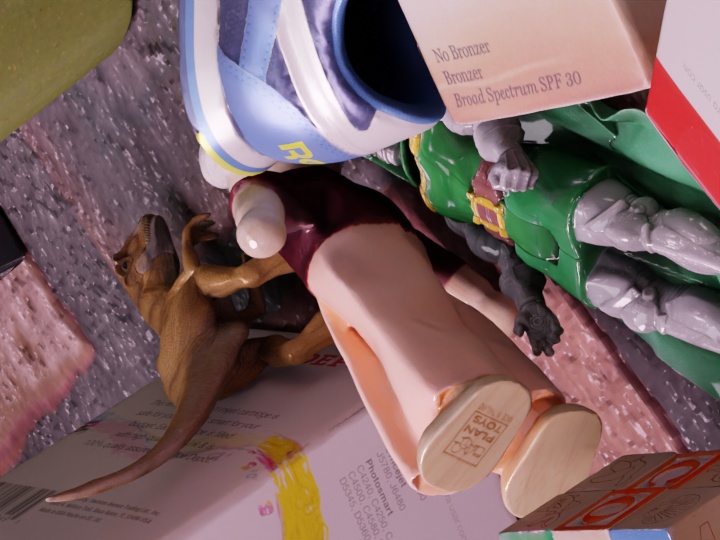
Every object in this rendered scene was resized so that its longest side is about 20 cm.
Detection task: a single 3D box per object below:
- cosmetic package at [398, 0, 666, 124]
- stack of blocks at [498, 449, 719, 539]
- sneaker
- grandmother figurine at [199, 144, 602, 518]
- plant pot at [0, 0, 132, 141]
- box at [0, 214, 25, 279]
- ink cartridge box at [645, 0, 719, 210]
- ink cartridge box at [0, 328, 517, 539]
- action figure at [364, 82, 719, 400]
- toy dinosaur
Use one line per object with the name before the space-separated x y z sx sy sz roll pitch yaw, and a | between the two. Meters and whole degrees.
cosmetic package | 0.041 -0.151 0.833 0.103 0.087 0.201 -9 109 59
stack of blocks | 0.116 0.158 0.942 0.115 0.058 0.201 -9 106 56
sneaker | -0.015 -0.129 0.951 0.082 0.074 0.201 4 111 33
grandmother figurine | 0.000 0.000 1.015 0.121 0.061 0.200 33 -167 -43
plant pot | -0.192 -0.095 1.124 0.200 0.190 0.201 36 142 35
box | -0.268 -0.014 1.373 0.149 0.124 0.200 59 148 1
ink cartridge box | 0.139 -0.075 0.719 0.067 0.116 0.201 55 152 36
ink cartridge box | -0.054 0.132 1.110 0.146 0.200 0.147 3 120 55
action figure | 0.065 -0.016 0.956 0.200 0.055 0.119 30 142 46
toy dinosaur | -0.054 0.031 1.104 0.061 0.106 0.200 53 -170 -20
